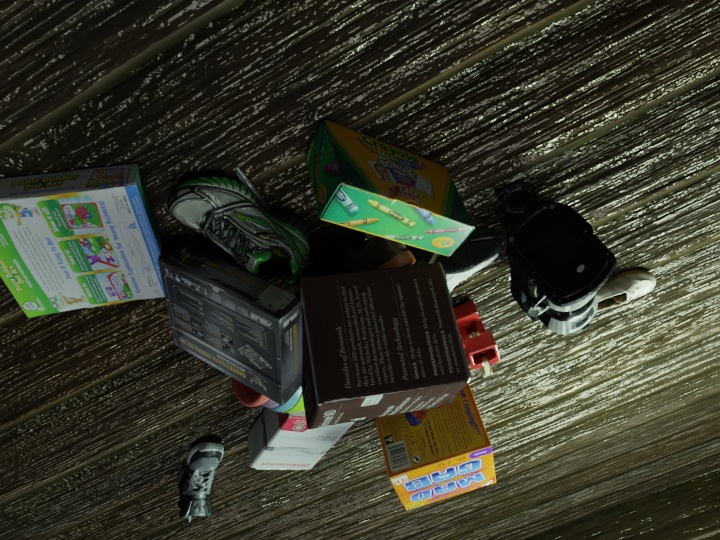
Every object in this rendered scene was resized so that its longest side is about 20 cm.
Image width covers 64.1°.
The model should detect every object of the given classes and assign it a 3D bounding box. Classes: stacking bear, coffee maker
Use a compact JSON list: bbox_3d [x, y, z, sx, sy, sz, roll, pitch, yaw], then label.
[{"bbox_3d":[-0.109,0.192,1.005,0.198,0.115,0.121,20,128,-41],"label":"stacking bear"},{"bbox_3d":[0.290,-0.014,0.877,0.132,0.195,0.200,-16,158,10],"label":"coffee maker"}]

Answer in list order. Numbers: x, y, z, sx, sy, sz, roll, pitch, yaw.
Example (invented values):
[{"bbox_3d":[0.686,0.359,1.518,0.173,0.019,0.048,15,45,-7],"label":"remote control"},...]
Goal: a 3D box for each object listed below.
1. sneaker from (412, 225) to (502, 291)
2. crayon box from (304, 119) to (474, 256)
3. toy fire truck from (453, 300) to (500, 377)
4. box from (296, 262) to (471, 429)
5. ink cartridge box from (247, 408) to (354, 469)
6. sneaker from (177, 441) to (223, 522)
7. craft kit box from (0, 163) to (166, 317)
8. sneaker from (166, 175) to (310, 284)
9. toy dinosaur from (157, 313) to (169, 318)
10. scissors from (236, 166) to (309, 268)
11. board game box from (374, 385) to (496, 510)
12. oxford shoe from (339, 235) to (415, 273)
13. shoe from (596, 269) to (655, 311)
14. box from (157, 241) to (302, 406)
[{"bbox_3d":[0.137,0.002,0.910,0.198,0.077,0.115,-23,149,20],"label":"sneaker"},{"bbox_3d":[0.036,-0.099,0.712,0.197,0.120,0.058,13,132,-31],"label":"crayon box"},{"bbox_3d":[0.206,0.135,1.014,0.048,0.143,0.201,-20,139,5],"label":"toy fire truck"},{"bbox_3d":[0.018,0.105,0.784,0.196,0.167,0.166,-6,157,-12],"label":"box"},{"bbox_3d":[-0.123,0.313,1.148,0.143,0.084,0.201,13,132,-30],"label":"ink cartridge box"},{"bbox_3d":[-0.333,0.448,1.205,0.074,0.115,0.201,10,133,-28],"label":"sneaker"},{"bbox_3d":[-0.351,-0.031,0.719,0.194,0.049,0.202,-10,139,-11],"label":"craft kit box"},{"bbox_3d":[-0.146,-0.049,0.723,0.198,0.086,0.078,24,130,-27],"label":"sneaker"},{"bbox_3d":[-0.194,0.068,0.868,0.197,0.061,0.107,10,135,-27],"label":"toy dinosaur"},{"bbox_3d":[-0.115,-0.065,0.783,0.072,0.014,0.202,-6,136,0],"label":"scissors"},{"bbox_3d":[0.144,0.329,1.166,0.197,0.202,0.201,-18,140,3],"label":"board game box"},{"bbox_3d":[0.000,0.000,0.864,0.071,0.074,0.199,-23,171,-47],"label":"oxford shoe"},{"bbox_3d":[0.461,0.050,1.072,0.196,0.054,0.071,-12,140,-5],"label":"shoe"},{"bbox_3d":[-0.168,0.070,0.758,0.198,0.048,0.160,23,133,22],"label":"box"}]
